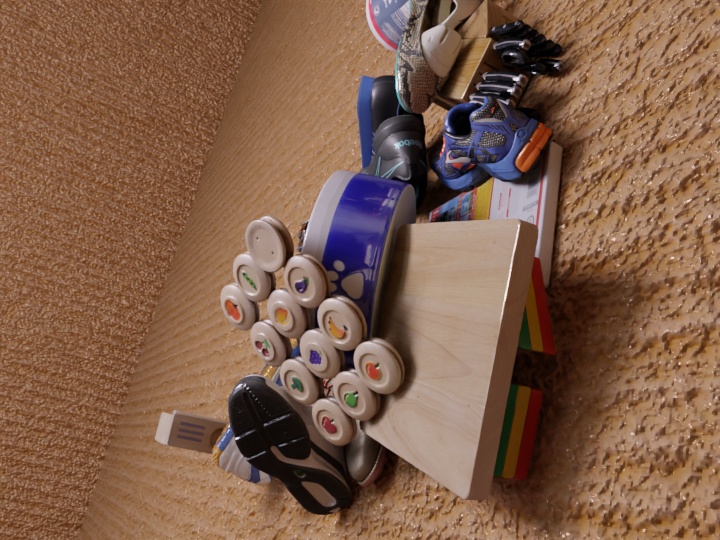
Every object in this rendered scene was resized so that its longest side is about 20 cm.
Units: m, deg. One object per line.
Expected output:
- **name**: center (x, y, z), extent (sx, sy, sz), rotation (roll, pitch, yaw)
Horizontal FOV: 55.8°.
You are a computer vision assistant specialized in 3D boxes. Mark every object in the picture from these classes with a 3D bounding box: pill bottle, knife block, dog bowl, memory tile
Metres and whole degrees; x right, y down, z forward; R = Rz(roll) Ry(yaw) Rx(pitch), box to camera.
- **pill bottle**: center (0.100, -0.386, 0.923), extent (0.200, 0.119, 0.121), rotation (-13, 58, 63)
- **knife block**: center (0.132, -0.196, 0.745), extent (0.200, 0.064, 0.177), rotation (-40, 34, 49)
- **dog bowl**: center (0.000, 0.000, 0.719), extent (0.200, 0.078, 0.202), rotation (11, -90, -78)
- **memory tile**: center (-0.054, 0.060, 0.634), extent (0.017, 0.200, 0.154), rotation (-29, -18, -45)

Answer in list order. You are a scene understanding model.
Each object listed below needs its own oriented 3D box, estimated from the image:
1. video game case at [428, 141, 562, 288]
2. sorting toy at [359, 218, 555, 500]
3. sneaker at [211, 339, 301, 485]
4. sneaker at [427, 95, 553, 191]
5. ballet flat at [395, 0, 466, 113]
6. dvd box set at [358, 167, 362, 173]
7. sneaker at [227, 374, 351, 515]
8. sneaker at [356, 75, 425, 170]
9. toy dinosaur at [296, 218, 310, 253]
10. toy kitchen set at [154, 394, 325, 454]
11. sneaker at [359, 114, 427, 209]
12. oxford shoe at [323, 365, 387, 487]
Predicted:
- **video game case**: center (0.120, -0.027, 0.679), extent (0.200, 0.017, 0.144), rotation (-28, 45, 58)
- **sorting toy**: center (0.085, 0.064, 0.577), extent (0.200, 0.069, 0.201), rotation (-174, 96, -68)
- **sneaker**: center (-0.095, 0.164, 0.834), extent (0.201, 0.088, 0.075), rotation (-57, 6, -7)
- **sneaker**: center (0.114, -0.134, 0.684), extent (0.076, 0.078, 0.200), rotation (-52, 14, -10)
- **ballet flat**: center (0.084, -0.268, 0.765), extent (0.075, 0.068, 0.201), rotation (-22, 46, 40)
- **dvd box set**: center (-0.035, -0.044, 1.034), extent (0.200, 0.029, 0.147), rotation (-47, 30, 41)
- **sneaker**: center (-0.076, 0.165, 0.743), extent (0.075, 0.201, 0.116), rotation (-23, 31, 12)
- **sneaker**: center (0.043, -0.159, 0.867), extent (0.201, 0.077, 0.071), rotation (80, -161, -55)
- **toy dinosaur**: center (-0.022, -0.030, 0.886), extent (0.200, 0.101, 0.137), rotation (-16, 57, 66)
- **toy kitchen set**: center (-0.145, 0.150, 0.906), extent (0.163, 0.179, 0.202), rotation (-16, 59, 61)
- **sneaker**: center (0.038, -0.100, 0.820), extent (0.200, 0.075, 0.080), rotation (101, 159, -67)
- **oxford shoe**: center (-0.016, 0.146, 0.754), extent (0.071, 0.074, 0.201), rotation (-53, 27, 28)
